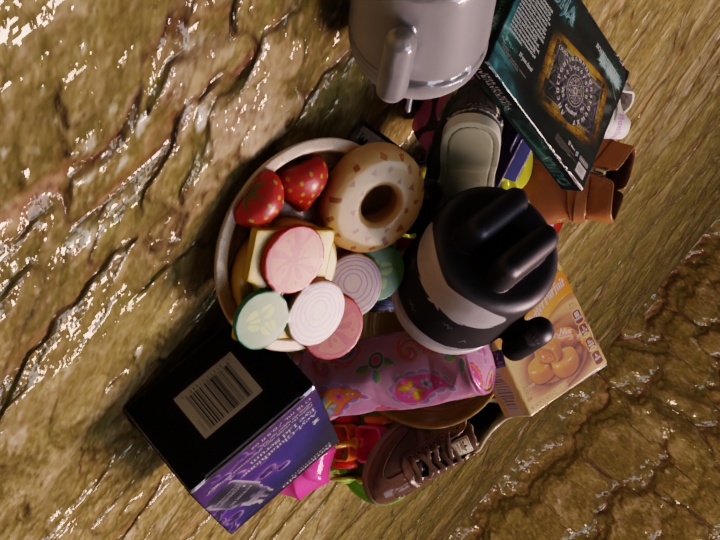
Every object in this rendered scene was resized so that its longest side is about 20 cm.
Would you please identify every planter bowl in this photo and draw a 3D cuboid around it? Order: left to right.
[{"bbox_3d":[0.084,0.071,1.549,0.201,0.200,0.083,-58,161,16],"label":"planter bowl"}]

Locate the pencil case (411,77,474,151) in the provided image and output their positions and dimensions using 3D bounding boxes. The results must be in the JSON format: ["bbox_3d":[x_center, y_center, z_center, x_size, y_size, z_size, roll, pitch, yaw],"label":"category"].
[{"bbox_3d":[0.124,-0.200,1.335,0.093,0.091,0.201,6,125,-35],"label":"pencil case"}]

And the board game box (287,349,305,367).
[{"bbox_3d":[-0.062,0.090,1.475,0.159,0.039,0.200,-57,163,10],"label":"board game box"}]

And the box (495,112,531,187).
[{"bbox_3d":[0.163,-0.175,1.394,0.201,0.032,0.122,-88,-160,-55],"label":"box"}]

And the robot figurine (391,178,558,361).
[{"bbox_3d":[0.104,0.000,1.260,0.200,0.124,0.152,129,-38,-62],"label":"robot figurine"}]

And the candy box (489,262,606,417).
[{"bbox_3d":[0.161,0.038,1.444,0.115,0.201,0.055,-30,-172,-27],"label":"candy box"}]

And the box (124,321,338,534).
[{"bbox_3d":[-0.115,0.146,1.305,0.148,0.104,0.200,-40,160,-8],"label":"box"}]

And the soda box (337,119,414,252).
[{"bbox_3d":[-0.031,-0.035,1.281,0.200,0.063,0.071,-51,163,-8],"label":"soda box"}]

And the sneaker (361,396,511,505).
[{"bbox_3d":[0.088,0.189,1.536,0.200,0.071,0.075,-37,-161,-29],"label":"sneaker"}]

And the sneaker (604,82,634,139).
[{"bbox_3d":[0.228,-0.198,1.447,0.201,0.099,0.075,-94,-158,-48],"label":"sneaker"}]

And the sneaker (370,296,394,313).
[{"bbox_3d":[0.000,0.000,1.417,0.200,0.075,0.079,-20,127,-68],"label":"sneaker"}]

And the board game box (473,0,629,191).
[{"bbox_3d":[0.173,-0.183,1.257,0.200,0.028,0.136,45,63,-43],"label":"board game box"}]

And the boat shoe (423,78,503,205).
[{"bbox_3d":[0.095,-0.094,1.299,0.202,0.071,0.061,103,-5,-56],"label":"boat shoe"}]

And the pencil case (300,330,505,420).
[{"bbox_3d":[0.040,0.098,1.402,0.199,0.088,0.087,-12,179,25],"label":"pencil case"}]

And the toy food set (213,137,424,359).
[{"bbox_3d":[-0.037,-0.016,1.192,0.199,0.049,0.200,-3,112,-39],"label":"toy food set"}]

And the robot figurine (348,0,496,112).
[{"bbox_3d":[0.048,-0.211,1.066,0.201,0.112,0.170,95,17,-59],"label":"robot figurine"}]

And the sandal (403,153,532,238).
[{"bbox_3d":[0.085,-0.090,1.459,0.199,0.087,0.080,-21,114,-31],"label":"sandal"}]

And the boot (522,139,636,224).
[{"bbox_3d":[0.223,-0.144,1.512,0.077,0.154,0.201,46,56,-55],"label":"boot"}]

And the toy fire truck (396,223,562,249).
[{"bbox_3d":[0.137,-0.066,1.613,0.201,0.112,0.168,-54,144,-3],"label":"toy fire truck"}]

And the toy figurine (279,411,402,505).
[{"bbox_3d":[-0.058,0.199,1.579,0.183,0.199,0.152,0,89,-46],"label":"toy figurine"}]
